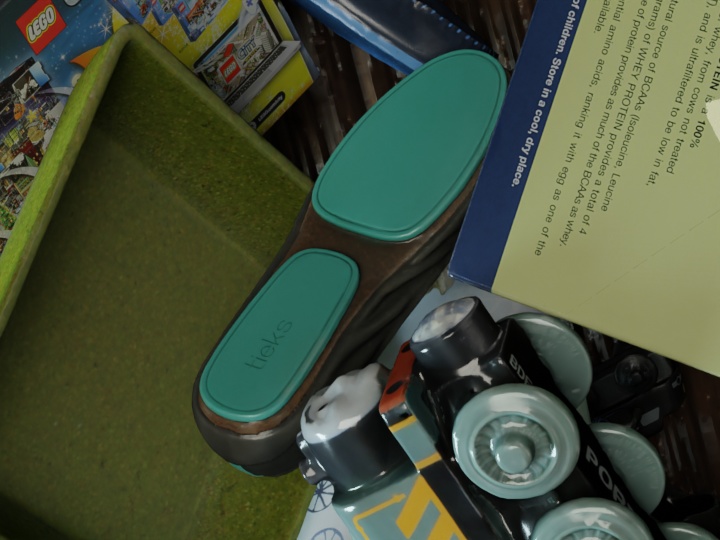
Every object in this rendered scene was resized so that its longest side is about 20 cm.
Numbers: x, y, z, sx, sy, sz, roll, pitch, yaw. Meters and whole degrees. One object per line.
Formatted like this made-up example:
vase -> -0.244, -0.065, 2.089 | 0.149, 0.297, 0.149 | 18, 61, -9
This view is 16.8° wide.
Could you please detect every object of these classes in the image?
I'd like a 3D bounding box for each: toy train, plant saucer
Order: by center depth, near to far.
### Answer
toy train -> 0.061, 0.106, 0.917 | 0.114, 0.085, 0.200 | -29, 108, 21
plant saucer -> -0.085, 0.036, 0.960 | 0.048, 0.200, 0.200 | 5, 66, 38
toy train -> 0.052, 0.089, 1.060 | 0.200, 0.034, 0.046 | -28, 106, 17

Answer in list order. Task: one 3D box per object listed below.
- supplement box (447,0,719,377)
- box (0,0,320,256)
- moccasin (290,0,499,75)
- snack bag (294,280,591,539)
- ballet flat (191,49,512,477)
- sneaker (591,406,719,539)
supplement box -> 0.172, -0.056, 0.914 | 0.199, 0.134, 0.200 | 20, 96, 21
box -> -0.116, -0.065, 0.975 | 0.038, 0.137, 0.200 | 22, 61, 43
moccasin -> -0.018, -0.150, 1.033 | 0.200, 0.080, 0.068 | 38, 90, 6
snack bag -> 0.006, 0.069, 1.029 | 0.200, 0.021, 0.189 | -20, 57, 17
ballet flat -> 0.000, 0.000, 0.979 | 0.068, 0.068, 0.200 | 26, 66, 29
sneaker -> 0.144, 0.148, 1.012 | 0.078, 0.070, 0.200 | -41, 93, 18
